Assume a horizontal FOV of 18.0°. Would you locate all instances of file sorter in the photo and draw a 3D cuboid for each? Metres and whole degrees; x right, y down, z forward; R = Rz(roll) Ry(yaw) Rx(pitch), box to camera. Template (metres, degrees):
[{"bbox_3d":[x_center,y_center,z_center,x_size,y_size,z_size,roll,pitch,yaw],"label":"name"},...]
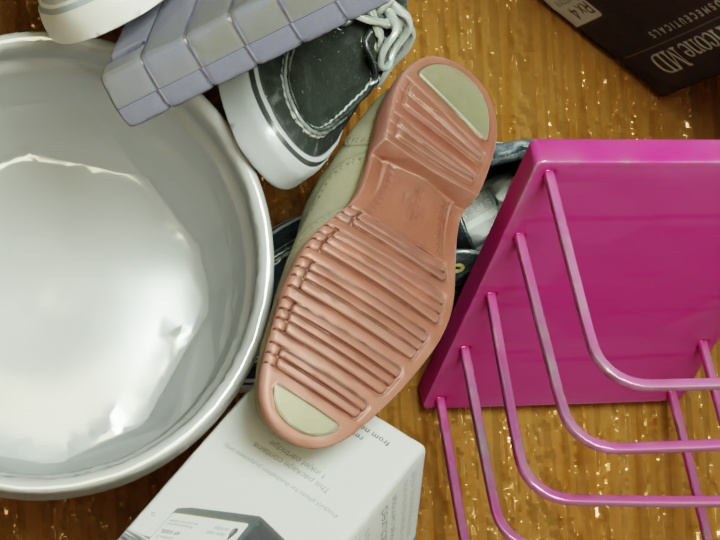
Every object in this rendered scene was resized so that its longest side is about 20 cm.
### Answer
[{"bbox_3d":[0.125,0.051,1.022,0.138,0.200,0.126,0,56,-16],"label":"file sorter"}]

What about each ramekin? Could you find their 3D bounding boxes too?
[{"bbox_3d":[-0.139,0.006,1.000,0.198,0.105,0.202,1,77,-6],"label":"ramekin"}]

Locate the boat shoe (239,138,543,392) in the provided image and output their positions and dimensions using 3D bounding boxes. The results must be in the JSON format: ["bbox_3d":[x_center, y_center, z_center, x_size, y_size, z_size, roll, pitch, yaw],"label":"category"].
[{"bbox_3d":[0.011,-0.009,1.068,0.199,0.091,0.071,-30,94,-16],"label":"boat shoe"}]

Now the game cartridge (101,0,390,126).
[{"bbox_3d":[-0.034,-0.137,0.974,0.129,0.200,0.039,-20,115,16],"label":"game cartridge"}]

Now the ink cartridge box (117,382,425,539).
[{"bbox_3d":[-0.063,0.161,0.970,0.083,0.146,0.200,30,57,18],"label":"ink cartridge box"}]

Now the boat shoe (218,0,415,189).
[{"bbox_3d":[-0.008,-0.115,1.029,0.074,0.068,0.200,52,32,-21],"label":"boat shoe"}]

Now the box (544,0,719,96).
[{"bbox_3d":[0.143,-0.217,1.086,0.200,0.166,0.165,38,76,-10],"label":"box"}]

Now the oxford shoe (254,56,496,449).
[{"bbox_3d":[0.000,0.000,0.987,0.071,0.074,0.201,38,55,-14],"label":"oxford shoe"}]

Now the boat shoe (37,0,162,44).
[{"bbox_3d":[-0.114,-0.162,0.991,0.072,0.200,0.069,-22,117,13],"label":"boat shoe"}]
